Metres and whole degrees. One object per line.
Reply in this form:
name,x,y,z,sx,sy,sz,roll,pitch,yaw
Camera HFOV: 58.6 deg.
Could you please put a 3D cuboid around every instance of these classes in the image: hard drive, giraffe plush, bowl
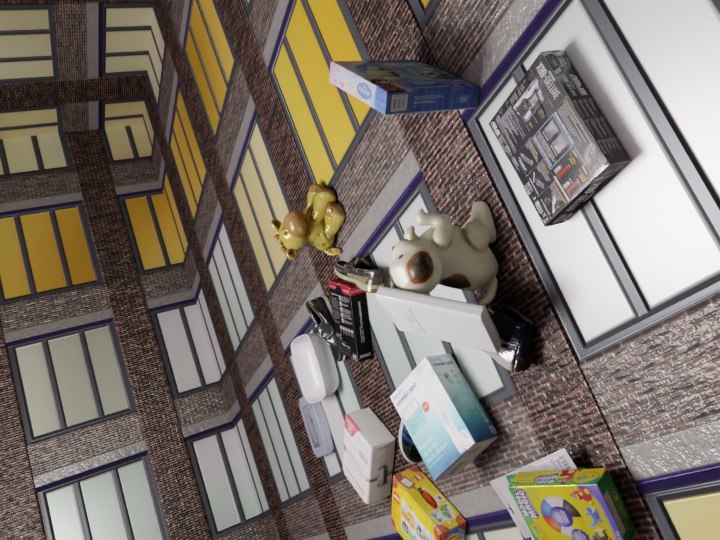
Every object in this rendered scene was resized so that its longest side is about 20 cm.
hard drive,0.135,0.085,1.109,0.196,0.027,0.132,10,152,32
giraffe plush,-0.149,-0.115,1.705,0.172,0.159,0.204,38,133,50
bowl,-0.132,0.291,1.944,0.199,0.073,0.204,-33,72,60

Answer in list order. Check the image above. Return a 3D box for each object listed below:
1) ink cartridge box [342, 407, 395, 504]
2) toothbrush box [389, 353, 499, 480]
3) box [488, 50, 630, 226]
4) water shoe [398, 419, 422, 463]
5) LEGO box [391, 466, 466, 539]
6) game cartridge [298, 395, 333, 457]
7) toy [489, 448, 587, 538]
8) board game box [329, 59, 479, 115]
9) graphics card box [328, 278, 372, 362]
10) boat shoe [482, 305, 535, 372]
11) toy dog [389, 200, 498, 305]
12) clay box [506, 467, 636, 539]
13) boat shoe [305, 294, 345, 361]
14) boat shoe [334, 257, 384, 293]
ink cartridge box,0.020,0.499,1.730,0.145,0.083,0.204,41,134,49
toothbrush box,0.168,0.297,1.321,0.147,0.084,0.202,-52,52,34
box,0.288,-0.195,0.958,0.203,0.049,0.158,66,151,20
water shoe,0.133,0.363,1.469,0.078,0.070,0.205,23,122,55
LEGO box,0.156,0.594,1.517,0.199,0.076,0.152,38,133,51
game cartridge,-0.145,0.505,2.102,0.133,0.040,0.204,-45,62,63
toy,0.329,0.386,1.123,0.116,0.047,0.200,57,141,13
board game box,0.075,-0.332,1.145,0.199,0.196,0.044,42,135,47
graphics card box,-0.027,0.129,1.698,0.125,0.050,0.205,12,111,60
boat shoe,0.237,0.097,1.170,0.199,0.073,0.095,30,121,45
toy dog,0.139,-0.014,1.158,0.139,0.196,0.198,-33,72,61
clay box,0.330,0.389,1.049,0.198,0.047,0.117,-24,96,46
boat shoe,-0.099,0.172,1.840,0.203,0.066,0.072,66,149,17
boat shoe,0.000,0.000,1.583,0.199,0.072,0.066,26,113,53
